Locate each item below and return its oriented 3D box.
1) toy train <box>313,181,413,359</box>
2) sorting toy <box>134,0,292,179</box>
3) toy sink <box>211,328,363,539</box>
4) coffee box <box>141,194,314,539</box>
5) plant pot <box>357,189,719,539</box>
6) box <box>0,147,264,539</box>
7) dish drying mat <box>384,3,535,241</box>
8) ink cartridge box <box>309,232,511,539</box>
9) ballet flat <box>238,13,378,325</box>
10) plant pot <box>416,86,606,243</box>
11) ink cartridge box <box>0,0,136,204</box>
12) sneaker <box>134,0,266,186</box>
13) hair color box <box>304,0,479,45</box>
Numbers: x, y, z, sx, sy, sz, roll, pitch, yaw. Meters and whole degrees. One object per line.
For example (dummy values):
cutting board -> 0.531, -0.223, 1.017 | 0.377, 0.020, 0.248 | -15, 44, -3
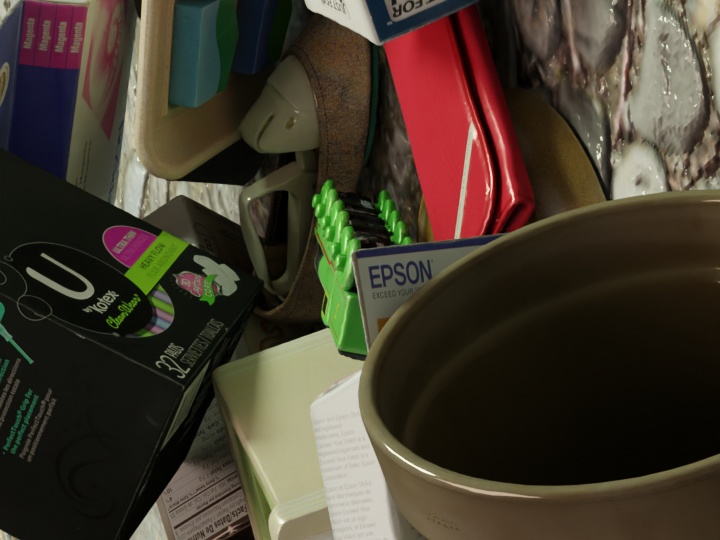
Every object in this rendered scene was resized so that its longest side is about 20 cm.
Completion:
toy train -> 0.000, 0.000, 1.295 | 0.200, 0.042, 0.057 | -114, 34, -78
sorting toy -> -0.068, -0.163, 1.419 | 0.185, 0.036, 0.200 | -41, -46, -65
toy sink -> 0.010, 0.131, 1.296 | 0.200, 0.112, 0.131 | -124, 17, -57
coffee box -> -0.070, 0.073, 1.512 | 0.080, 0.114, 0.200 | -32, 60, 20
plant pot -> 0.115, 0.094, 1.011 | 0.200, 0.200, 0.174 | 41, 151, 59
box -> -0.176, 0.034, 1.365 | 0.124, 0.200, 0.149 | -65, -4, 24
dish drying mat -> 0.040, -0.080, 1.272 | 0.077, 0.018, 0.200 | 117, 150, -41
ink cartridge box -> 0.061, 0.086, 1.110 | 0.043, 0.196, 0.200 | -13, 85, 39
ballet flat -> -0.031, -0.056, 1.450 | 0.068, 0.067, 0.200 | -133, 41, -54
plant pot -> 0.070, 0.015, 1.280 | 0.200, 0.027, 0.201 | 171, 90, -69
ink cartridge box -> -0.168, -0.081, 1.515 | 0.200, 0.043, 0.197 | -72, -6, -60
sneaker -> -0.083, -0.135, 1.570 | 0.200, 0.080, 0.086 | 96, -175, -47
hair color box -> -0.014, -0.210, 1.222 | 0.100, 0.060, 0.200 | 38, 150, 65
